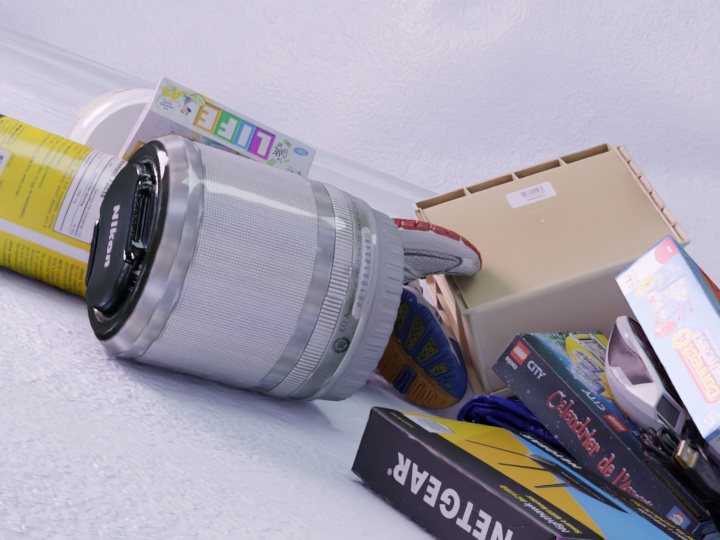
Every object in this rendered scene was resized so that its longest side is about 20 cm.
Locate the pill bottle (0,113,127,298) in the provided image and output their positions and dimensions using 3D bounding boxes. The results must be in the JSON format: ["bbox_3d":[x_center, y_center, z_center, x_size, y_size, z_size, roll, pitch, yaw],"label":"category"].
[{"bbox_3d":[-0.229,-0.043,1.488,0.198,0.113,0.112,21,8,1],"label":"pill bottle"}]

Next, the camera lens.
[{"bbox_3d":[-0.088,0.001,1.359,0.198,0.161,0.160,16,8,-23],"label":"camera lens"}]

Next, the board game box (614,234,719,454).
[{"bbox_3d":[0.294,0.098,1.418,0.196,0.056,0.201,43,16,-33],"label":"board game box"}]

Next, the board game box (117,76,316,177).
[{"bbox_3d":[-0.131,-0.072,1.532,0.133,0.034,0.200,25,-28,-10],"label":"board game box"}]

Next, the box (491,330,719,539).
[{"bbox_3d":[0.205,0.126,1.425,0.200,0.038,0.136,47,24,26],"label":"box"}]

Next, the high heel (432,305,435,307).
[{"bbox_3d":[0.042,0.048,1.705,0.142,0.072,0.200,25,15,23],"label":"high heel"}]

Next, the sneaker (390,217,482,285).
[{"bbox_3d":[0.000,0.000,1.508,0.198,0.083,0.078,-3,6,-11],"label":"sneaker"}]

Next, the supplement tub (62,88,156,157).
[{"bbox_3d":[-0.201,-0.092,1.718,0.144,0.146,0.200,18,2,-13],"label":"supplement tub"}]

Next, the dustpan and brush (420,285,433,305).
[{"bbox_3d":[0.036,0.041,1.849,0.138,0.058,0.200,8,12,9],"label":"dustpan and brush"}]

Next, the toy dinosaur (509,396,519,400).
[{"bbox_3d":[0.165,0.082,1.711,0.085,0.136,0.201,24,41,-2],"label":"toy dinosaur"}]

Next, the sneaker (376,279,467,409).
[{"bbox_3d":[0.034,0.028,1.586,0.200,0.075,0.088,51,30,19],"label":"sneaker"}]

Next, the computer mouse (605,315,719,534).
[{"bbox_3d":[0.219,0.108,1.368,0.109,0.044,0.201,39,18,-28],"label":"computer mouse"}]

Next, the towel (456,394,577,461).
[{"bbox_3d":[0.190,0.139,1.532,0.147,0.050,0.199,27,10,38],"label":"towel"}]

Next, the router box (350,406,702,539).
[{"bbox_3d":[0.109,0.154,1.204,0.148,0.052,0.200,12,11,-38],"label":"router box"}]

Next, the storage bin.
[{"bbox_3d":[0.161,-0.006,1.601,0.198,0.094,0.199,-17,33,-4],"label":"storage bin"}]
